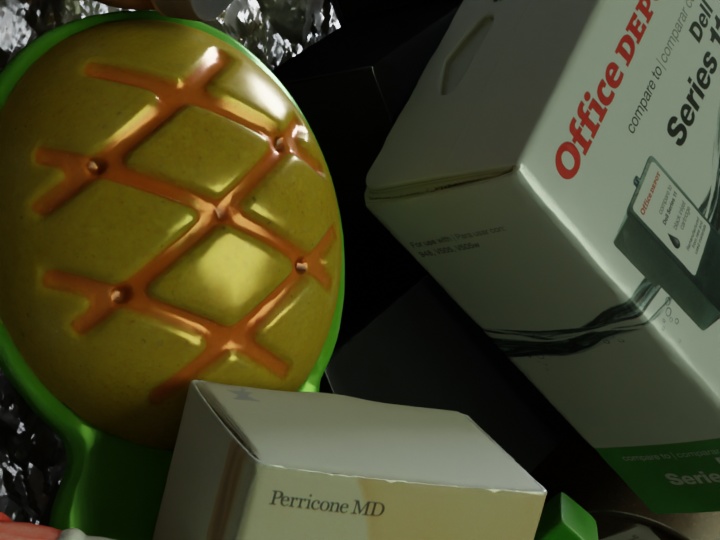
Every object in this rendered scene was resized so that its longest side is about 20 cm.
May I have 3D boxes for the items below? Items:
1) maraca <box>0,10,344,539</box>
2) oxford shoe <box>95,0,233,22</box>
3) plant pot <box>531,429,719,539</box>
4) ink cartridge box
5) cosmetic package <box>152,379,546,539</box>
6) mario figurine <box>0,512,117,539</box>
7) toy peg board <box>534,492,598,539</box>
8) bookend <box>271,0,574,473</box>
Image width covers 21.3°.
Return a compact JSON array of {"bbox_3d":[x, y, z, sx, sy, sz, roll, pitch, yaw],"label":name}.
[{"bbox_3d":[-0.064,0.010,0.646,0.137,0.107,0.200,-10,87,-25],"label":"maraca"},{"bbox_3d":[-0.062,-0.139,0.705,0.200,0.071,0.071,-47,141,-68],"label":"oxford shoe"},{"bbox_3d":[0.155,0.073,0.897,0.200,0.187,0.187,-59,135,-43],"label":"plant pot"},{"bbox_3d":[0.113,-0.021,0.751,0.200,0.083,0.147,45,56,-28],"label":"ink cartridge box"},{"bbox_3d":[-0.022,0.143,0.615,0.105,0.071,0.200,7,105,-24],"label":"cosmetic package"},{"bbox_3d":[-0.134,0.110,0.545,0.200,0.123,0.106,50,37,-38],"label":"mario figurine"},{"bbox_3d":[0.101,0.207,0.776,0.199,0.098,0.200,41,25,-16],"label":"toy peg board"},{"bbox_3d":[0.000,0.000,0.767,0.200,0.092,0.199,-40,115,-42],"label":"bookend"}]
